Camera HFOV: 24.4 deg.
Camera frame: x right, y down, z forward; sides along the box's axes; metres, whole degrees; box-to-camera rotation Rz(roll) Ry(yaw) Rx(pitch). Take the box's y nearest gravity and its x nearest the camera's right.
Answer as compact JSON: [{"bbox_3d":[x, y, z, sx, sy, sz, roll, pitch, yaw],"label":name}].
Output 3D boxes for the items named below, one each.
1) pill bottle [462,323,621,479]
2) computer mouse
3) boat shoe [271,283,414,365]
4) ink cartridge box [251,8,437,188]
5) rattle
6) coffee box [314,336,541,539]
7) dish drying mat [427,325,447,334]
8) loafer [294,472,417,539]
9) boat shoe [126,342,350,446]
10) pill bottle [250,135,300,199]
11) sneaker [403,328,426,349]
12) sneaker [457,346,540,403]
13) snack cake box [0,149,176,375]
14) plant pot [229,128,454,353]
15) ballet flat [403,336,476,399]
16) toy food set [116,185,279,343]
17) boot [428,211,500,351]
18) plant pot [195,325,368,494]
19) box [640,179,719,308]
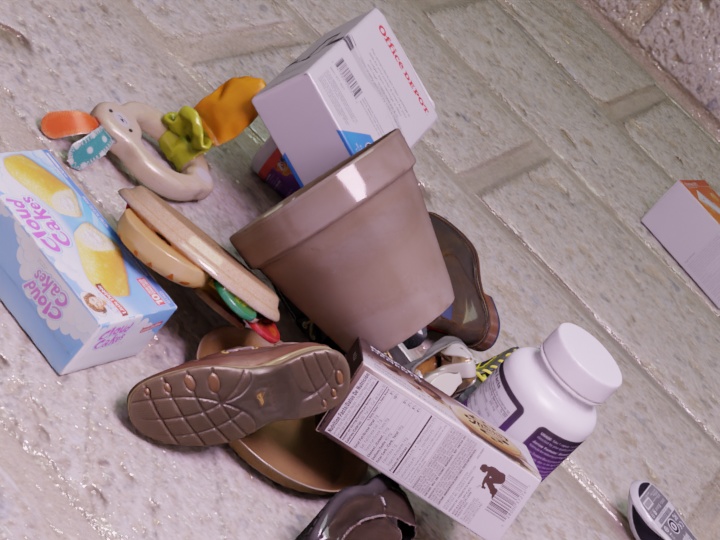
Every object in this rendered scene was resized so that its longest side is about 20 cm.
[{"bbox_3d":[0.164,0.149,1.663,0.111,0.200,0.112,33,26,-19],"label":"pill bottle"},{"bbox_3d":[0.362,0.326,1.884,0.200,0.044,0.110,52,30,7],"label":"computer mouse"},{"bbox_3d":[-0.021,0.057,1.711,0.201,0.072,0.061,44,20,-1],"label":"boat shoe"},{"bbox_3d":[-0.013,-0.175,1.802,0.147,0.084,0.200,60,33,-14],"label":"ink cartridge box"},{"bbox_3d":[-0.207,-0.156,1.711,0.199,0.142,0.131,26,47,-45],"label":"rattle"},{"bbox_3d":[0.059,0.156,1.541,0.199,0.080,0.113,33,7,-6],"label":"coffee box"},{"bbox_3d":[0.038,0.033,1.906,0.199,0.018,0.077,15,37,-44],"label":"dish drying mat"},{"bbox_3d":[0.003,0.231,1.460,0.071,0.073,0.200,45,24,12],"label":"loafer"},{"bbox_3d":[-0.110,0.104,1.454,0.199,0.073,0.068,-10,16,-21],"label":"boat shoe"},{"bbox_3d":[-0.019,-0.095,1.912,0.200,0.112,0.111,42,24,0],"label":"pill bottle"},{"bbox_3d":[0.000,0.000,1.782,0.200,0.074,0.085,41,53,-2],"label":"sneaker"},{"bbox_3d":[0.151,0.120,1.851,0.075,0.085,0.199,50,26,20],"label":"sneaker"},{"bbox_3d":[-0.269,-0.011,1.458,0.200,0.067,0.115,49,24,14],"label":"snack cake box"},{"bbox_3d":[0.000,-0.014,1.624,0.174,0.199,0.200,56,24,-4],"label":"plant pot"},{"bbox_3d":[0.084,0.111,1.693,0.200,0.063,0.068,-23,99,-58],"label":"ballet flat"},{"bbox_3d":[-0.153,-0.006,1.556,0.198,0.049,0.200,39,0,-24],"label":"toy food set"},{"bbox_3d":[0.087,-0.001,1.921,0.097,0.075,0.201,19,35,-46],"label":"boot"},{"bbox_3d":[-0.078,0.135,1.555,0.199,0.028,0.201,33,26,-18],"label":"plant pot"},{"bbox_3d":[0.579,-0.046,2.743,0.200,0.098,0.124,51,26,19],"label":"box"}]
